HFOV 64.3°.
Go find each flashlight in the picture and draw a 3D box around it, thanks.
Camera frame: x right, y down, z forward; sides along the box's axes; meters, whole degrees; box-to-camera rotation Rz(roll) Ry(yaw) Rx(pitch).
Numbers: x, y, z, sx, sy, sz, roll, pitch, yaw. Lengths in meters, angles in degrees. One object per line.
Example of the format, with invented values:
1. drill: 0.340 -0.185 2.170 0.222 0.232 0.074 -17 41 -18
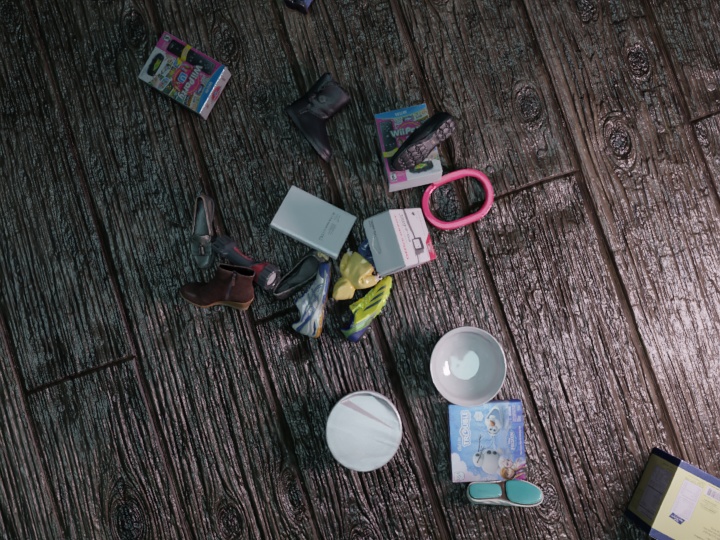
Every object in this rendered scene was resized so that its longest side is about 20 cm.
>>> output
1. flashlight: -0.302 -0.027 1.526 0.199 0.068 0.068 35 79 21

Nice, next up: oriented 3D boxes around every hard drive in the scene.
1. hard drive: -0.125 -0.130 1.544 0.197 0.027 0.133 26 68 2

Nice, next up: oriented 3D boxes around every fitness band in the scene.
1. fitness band: 0.262 -0.193 1.556 0.197 0.037 0.146 -19 89 1

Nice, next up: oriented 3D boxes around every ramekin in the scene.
1. ramekin: 0.009 0.410 1.500 0.198 0.094 0.207 0 87 2

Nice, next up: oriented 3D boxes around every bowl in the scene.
1. bowl: 0.275 0.248 1.505 0.197 0.090 0.205 0 87 0

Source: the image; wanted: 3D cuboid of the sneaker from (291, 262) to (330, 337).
1. sneaker: -0.131 0.075 1.525 0.087 0.075 0.204 12 92 5

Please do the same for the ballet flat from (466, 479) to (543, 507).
1. ballet flat: 0.374 0.587 1.502 0.196 0.069 0.071 1 87 3

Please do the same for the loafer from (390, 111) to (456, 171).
1. loafer: 0.156 -0.333 1.474 0.200 0.071 0.068 -40 132 0

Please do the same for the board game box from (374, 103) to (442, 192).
1. board game box: 0.125 -0.328 1.533 0.145 0.064 0.204 -12 75 0

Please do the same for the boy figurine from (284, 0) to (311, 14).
1. boy figurine: -0.137 -0.816 1.580 0.123 0.064 0.203 24 91 5

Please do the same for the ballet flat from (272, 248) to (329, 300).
1. ballet flat: -0.156 0.008 1.541 0.200 0.057 0.067 -44 88 -1

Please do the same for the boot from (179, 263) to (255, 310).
1. boot: -0.372 0.030 1.491 0.196 0.167 0.073 12 51 -7

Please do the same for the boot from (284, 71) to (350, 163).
1. boot: -0.091 -0.417 1.551 0.167 0.076 0.201 -37 81 3

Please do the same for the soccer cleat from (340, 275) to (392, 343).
1. soccer cleat: 0.017 0.096 1.529 0.083 0.065 0.202 30 89 0

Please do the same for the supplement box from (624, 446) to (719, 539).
1. supplement box: 0.826 0.600 1.454 0.198 0.134 0.202 27 88 2

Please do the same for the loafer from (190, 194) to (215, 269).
1. loafer: -0.432 -0.105 1.549 0.070 0.063 0.204 -1 87 1

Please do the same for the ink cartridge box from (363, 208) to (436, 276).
1. ink cartridge box: 0.103 -0.076 1.464 0.082 0.199 0.148 -19 88 29

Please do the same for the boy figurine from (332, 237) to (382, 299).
1. boy figurine: 0.000 0.000 1.527 0.123 0.064 0.202 34 91 16

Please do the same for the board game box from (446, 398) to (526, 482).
1. board game box: 0.332 0.450 1.517 0.195 0.043 0.204 -3 87 2

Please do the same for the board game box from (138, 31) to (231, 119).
1. board game box: -0.478 -0.532 1.564 0.198 0.064 0.149 30 88 1
